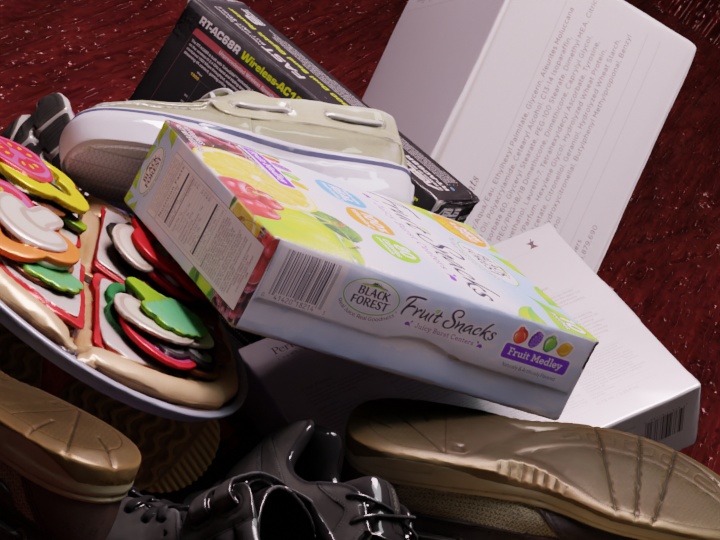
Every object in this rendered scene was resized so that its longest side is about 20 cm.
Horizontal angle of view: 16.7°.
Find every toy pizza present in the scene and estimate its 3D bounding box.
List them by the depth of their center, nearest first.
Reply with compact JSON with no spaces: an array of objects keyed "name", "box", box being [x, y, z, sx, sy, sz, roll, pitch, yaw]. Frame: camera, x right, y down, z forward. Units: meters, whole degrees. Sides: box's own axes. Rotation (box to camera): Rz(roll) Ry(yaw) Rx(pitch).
[{"name":"toy pizza","box":[-0.128,-0.006,1.148,0.200,0.032,0.200,37,15,-12]}]

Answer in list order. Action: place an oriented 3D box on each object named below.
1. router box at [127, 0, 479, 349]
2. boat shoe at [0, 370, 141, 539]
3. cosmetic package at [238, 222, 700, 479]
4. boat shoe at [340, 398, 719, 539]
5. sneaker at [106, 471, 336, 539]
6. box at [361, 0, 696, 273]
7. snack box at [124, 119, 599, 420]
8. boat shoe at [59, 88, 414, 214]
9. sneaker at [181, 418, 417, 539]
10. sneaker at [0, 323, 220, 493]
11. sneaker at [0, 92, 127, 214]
[{"name":"router box","box":[-0.053,-0.040,1.395,0.200,0.150,0.062,41,19,19]},{"name":"boat shoe","box":[-0.178,0.070,1.042,0.200,0.065,0.073,25,10,40]},{"name":"cosmetic package","box":[0.056,0.067,1.296,0.199,0.052,0.151,-22,48,-19]},{"name":"boat shoe","box":[0.086,0.114,1.185,0.200,0.066,0.072,13,31,-1]},{"name":"sneaker","box":[-0.079,0.110,1.054,0.200,0.099,0.071,42,21,25]},{"name":"box","box":[0.083,-0.081,1.562,0.130,0.201,0.199,28,-8,-18]},{"name":"snack box","box":[0.000,0.000,1.201,0.199,0.053,0.142,18,17,-34]},{"name":"boat shoe","box":[-0.065,-0.062,1.277,0.199,0.072,0.062,10,58,-30]},{"name":"sneaker","box":[-0.005,0.144,1.099,0.200,0.091,0.076,50,11,35]},{"name":"sneaker","box":[-0.158,0.033,1.171,0.200,0.075,0.090,36,10,-18]},{"name":"sneaker","box":[-0.148,-0.011,1.317,0.083,0.081,0.200,35,22,-48]}]
